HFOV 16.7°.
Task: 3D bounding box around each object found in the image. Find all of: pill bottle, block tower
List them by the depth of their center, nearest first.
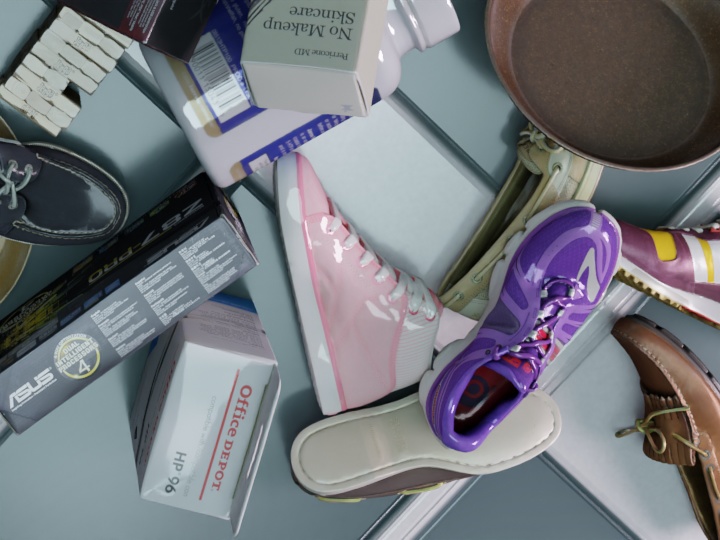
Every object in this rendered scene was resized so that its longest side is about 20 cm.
[{"bbox_3d":[-0.039,-0.154,1.670,0.199,0.120,0.120,-29,106,-1],"label":"pill bottle"},{"bbox_3d":[-0.169,-0.186,1.677,0.058,0.054,0.201,35,97,-15],"label":"block tower"}]

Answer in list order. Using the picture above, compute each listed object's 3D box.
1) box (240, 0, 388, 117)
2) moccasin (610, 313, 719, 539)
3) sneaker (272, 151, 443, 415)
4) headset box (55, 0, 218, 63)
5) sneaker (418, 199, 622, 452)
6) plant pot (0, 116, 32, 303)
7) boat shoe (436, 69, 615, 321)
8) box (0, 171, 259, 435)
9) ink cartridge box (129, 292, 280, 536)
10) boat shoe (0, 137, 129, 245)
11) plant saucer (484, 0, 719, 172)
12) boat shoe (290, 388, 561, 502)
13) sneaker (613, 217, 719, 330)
[{"bbox_3d":[-0.020,-0.205,1.584,0.081,0.068,0.202,5,69,8],"label":"box"},{"bbox_3d":[0.236,0.120,1.809,0.077,0.074,0.202,-34,116,-7],"label":"moccasin"},{"bbox_3d":[0.000,0.000,1.736,0.104,0.075,0.202,-13,113,-1],"label":"sneaker"},{"bbox_3d":[-0.157,-0.238,1.600,0.199,0.075,0.150,28,94,20],"label":"headset box"},{"bbox_3d":[0.119,0.046,1.703,0.080,0.084,0.201,29,102,-15],"label":"sneaker"},{"bbox_3d":[-0.325,-0.044,1.703,0.198,0.027,0.202,-2,105,-9],"label":"plant pot"},{"bbox_3d":[0.120,-0.055,1.745,0.063,0.073,0.202,19,108,-17],"label":"boat shoe"},{"bbox_3d":[-0.166,0.020,1.673,0.199,0.161,0.049,-35,106,2],"label":"box"},{"bbox_3d":[-0.109,0.092,1.678,0.067,0.200,0.117,14,101,-12],"label":"ink cartridge box"},{"bbox_3d":[-0.252,-0.057,1.664,0.198,0.063,0.073,17,101,-12],"label":"boat shoe"},{"bbox_3d":[0.177,-0.148,1.702,0.199,0.037,0.202,6,62,-11],"label":"plant saucer"},{"bbox_3d":[0.046,0.126,1.784,0.198,0.060,0.072,-12,75,-7],"label":"boat shoe"},{"bbox_3d":[0.249,-0.013,1.779,0.199,0.075,0.091,26,91,-20],"label":"sneaker"}]
